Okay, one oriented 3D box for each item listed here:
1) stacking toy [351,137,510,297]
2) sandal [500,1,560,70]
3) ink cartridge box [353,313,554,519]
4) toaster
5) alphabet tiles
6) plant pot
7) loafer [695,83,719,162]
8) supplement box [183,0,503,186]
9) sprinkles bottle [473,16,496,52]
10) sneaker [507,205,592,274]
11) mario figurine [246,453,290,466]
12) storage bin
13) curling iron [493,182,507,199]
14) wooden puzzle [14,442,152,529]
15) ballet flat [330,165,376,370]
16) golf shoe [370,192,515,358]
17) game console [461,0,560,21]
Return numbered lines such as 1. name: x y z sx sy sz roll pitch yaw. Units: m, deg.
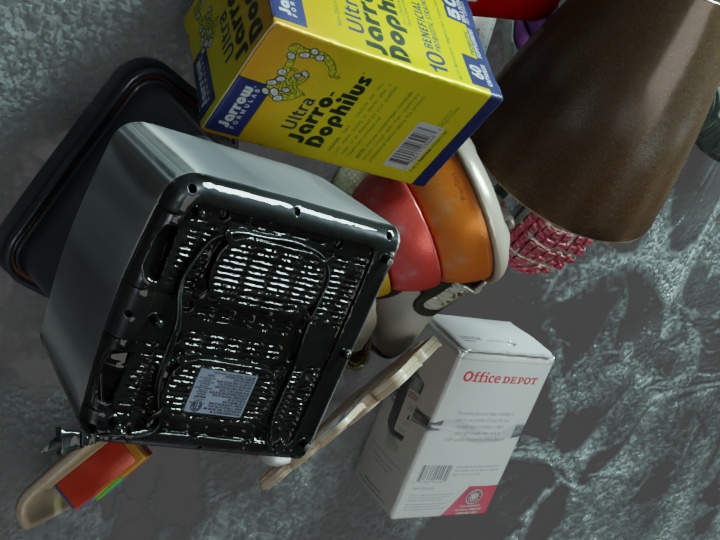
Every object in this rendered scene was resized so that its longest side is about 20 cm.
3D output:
1. stacking toy: 0.012 -0.028 0.899 0.198 0.147 0.147 -22 129 -7
2. sandal: 0.172 -0.196 1.000 0.082 0.050 0.204 -36 132 -13
3. ink cartridge box: 0.098 0.153 1.137 0.144 0.085 0.202 7 114 -39
4. toaster: -0.100 0.019 0.697 0.198 0.119 0.183 12 108 -38
5. alphabet tiles: -0.011 0.132 0.989 0.200 0.015 0.195 -42 178 29
6. plant pot: 0.213 -0.160 0.875 0.185 0.188 0.201 -3 139 -35
7. loafer: 0.358 -0.181 1.155 0.072 0.063 0.199 -33 137 28
8. supplement box: -0.013 -0.153 0.784 0.198 0.110 0.110 10 140 -34
9. sprinkles bottle: 0.087 -0.229 0.905 0.068 0.068 0.202 0 117 -36
10. sneaker: 0.216 -0.080 1.095 0.080 0.075 0.200 34 107 -24
11. mario figurine: -0.067 0.105 0.941 0.123 0.106 0.201 -45 164 -20
12. storage bin: -0.152 -0.029 0.804 0.201 0.134 0.145 -51 134 2
13. curling iron: 0.190 -0.122 1.033 0.200 0.026 0.050 -41 97 21
14. wooden puzzle: -0.177 0.129 0.869 0.200 0.046 0.185 -45 178 -8
15. ballet flat: 0.000 0.000 0.985 0.067 0.062 0.202 -12 123 -29
16. golf shoe: 0.070 0.005 1.024 0.077 0.088 0.202 14 109 -43
17. game console: 0.075 -0.297 0.816 0.197 0.120 0.173 0 144 -19
